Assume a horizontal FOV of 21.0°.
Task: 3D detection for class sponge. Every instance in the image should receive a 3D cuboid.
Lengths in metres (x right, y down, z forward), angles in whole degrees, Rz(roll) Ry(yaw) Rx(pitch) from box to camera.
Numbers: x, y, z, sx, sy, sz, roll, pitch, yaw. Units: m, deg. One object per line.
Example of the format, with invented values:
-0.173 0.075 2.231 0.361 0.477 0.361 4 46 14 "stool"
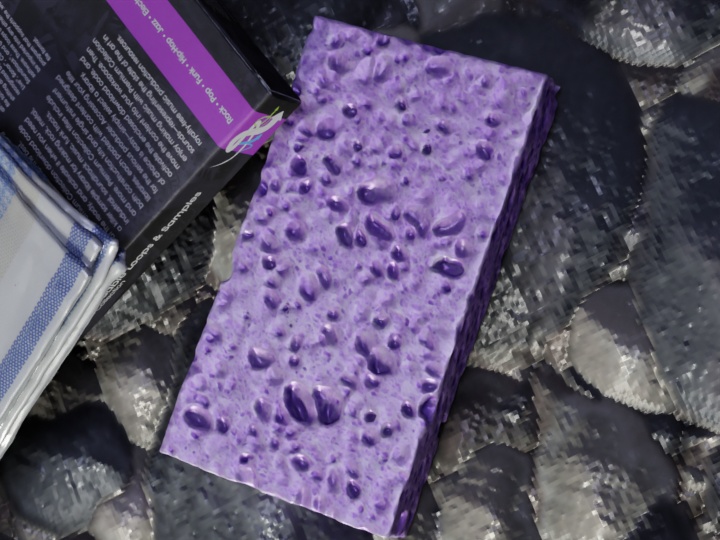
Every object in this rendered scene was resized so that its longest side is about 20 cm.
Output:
0.000 0.000 0.816 0.111 0.030 0.202 18 87 21 "sponge"

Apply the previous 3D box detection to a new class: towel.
-0.199 -0.011 0.855 0.200 0.024 0.147 42 108 25 "towel"

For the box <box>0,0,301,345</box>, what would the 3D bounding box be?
-0.137 -0.056 0.859 0.200 0.036 0.143 -44 69 15 "box"
